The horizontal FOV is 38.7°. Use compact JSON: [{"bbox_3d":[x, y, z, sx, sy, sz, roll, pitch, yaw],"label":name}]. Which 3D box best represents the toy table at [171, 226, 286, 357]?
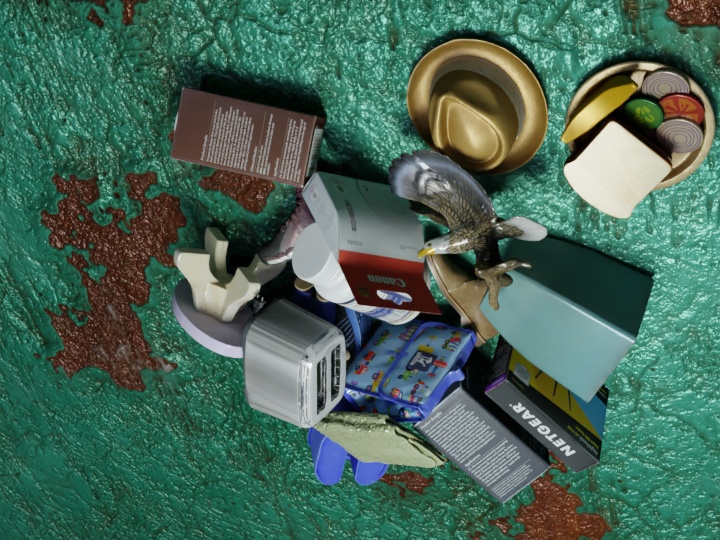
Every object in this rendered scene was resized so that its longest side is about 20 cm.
[{"bbox_3d":[-0.207,0.028,1.562,0.199,0.182,0.119,38,119,38],"label":"toy table"}]

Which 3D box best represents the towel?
[{"bbox_3d":[0.022,0.260,1.577,0.198,0.037,0.148,-3,146,48],"label":"towel"}]

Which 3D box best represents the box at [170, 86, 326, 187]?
[{"bbox_3d":[-0.154,-0.183,1.420,0.197,0.075,0.102,14,98,9],"label":"box"}]

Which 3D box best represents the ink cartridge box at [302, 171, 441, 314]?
[{"bbox_3d":[0.026,-0.039,1.373,0.161,0.201,0.057,8,129,-41],"label":"ink cartridge box"}]

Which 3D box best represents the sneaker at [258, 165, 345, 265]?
[{"bbox_3d":[-0.089,-0.093,1.505,0.198,0.076,0.116,-25,111,24],"label":"sneaker"}]

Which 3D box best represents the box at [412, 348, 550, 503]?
[{"bbox_3d":[0.187,0.230,1.590,0.200,0.149,0.107,42,114,-14],"label":"box"}]

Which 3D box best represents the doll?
[{"bbox_3d":[-0.072,0.099,1.582,0.135,0.049,0.202,27,135,17],"label":"doll"}]

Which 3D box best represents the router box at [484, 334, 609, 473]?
[{"bbox_3d":[0.281,0.181,1.528,0.199,0.150,0.051,41,131,-15],"label":"router box"}]

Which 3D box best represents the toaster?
[{"bbox_3d":[-0.096,0.134,1.506,0.128,0.113,0.202,22,128,27],"label":"toaster"}]

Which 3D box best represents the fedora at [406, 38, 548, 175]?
[{"bbox_3d":[0.143,-0.193,1.317,0.197,0.082,0.203,10,130,12],"label":"fedora"}]

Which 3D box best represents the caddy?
[{"bbox_3d":[-0.015,0.277,1.752,0.139,0.106,0.202,3,133,-13],"label":"caddy"}]

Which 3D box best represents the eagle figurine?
[{"bbox_3d":[0.131,-0.065,1.349,0.149,0.202,0.152,-6,145,-32],"label":"eagle figurine"}]

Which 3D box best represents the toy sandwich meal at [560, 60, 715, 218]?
[{"bbox_3d":[0.339,-0.162,1.277,0.202,0.071,0.207,11,131,12],"label":"toy sandwich meal"}]

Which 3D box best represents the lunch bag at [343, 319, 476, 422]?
[{"bbox_3d":[0.083,0.154,1.535,0.199,0.151,0.094,-2,132,52],"label":"lunch bag"}]

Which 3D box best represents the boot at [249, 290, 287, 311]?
[{"bbox_3d":[-0.120,0.137,1.697,0.200,0.073,0.181,49,142,-12],"label":"boot"}]

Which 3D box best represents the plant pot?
[{"bbox_3d":[0.278,0.050,1.432,0.198,0.142,0.142,29,132,5],"label":"plant pot"}]

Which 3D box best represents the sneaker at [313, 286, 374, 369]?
[{"bbox_3d":[-0.027,0.089,1.629,0.077,0.070,0.202,7,125,23],"label":"sneaker"}]

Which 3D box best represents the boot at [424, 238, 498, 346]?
[{"bbox_3d":[0.156,0.019,1.510,0.075,0.074,0.201,-29,120,16],"label":"boot"}]

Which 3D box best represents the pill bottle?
[{"bbox_3d":[0.000,0.000,1.457,0.110,0.113,0.199,-26,147,35],"label":"pill bottle"}]
